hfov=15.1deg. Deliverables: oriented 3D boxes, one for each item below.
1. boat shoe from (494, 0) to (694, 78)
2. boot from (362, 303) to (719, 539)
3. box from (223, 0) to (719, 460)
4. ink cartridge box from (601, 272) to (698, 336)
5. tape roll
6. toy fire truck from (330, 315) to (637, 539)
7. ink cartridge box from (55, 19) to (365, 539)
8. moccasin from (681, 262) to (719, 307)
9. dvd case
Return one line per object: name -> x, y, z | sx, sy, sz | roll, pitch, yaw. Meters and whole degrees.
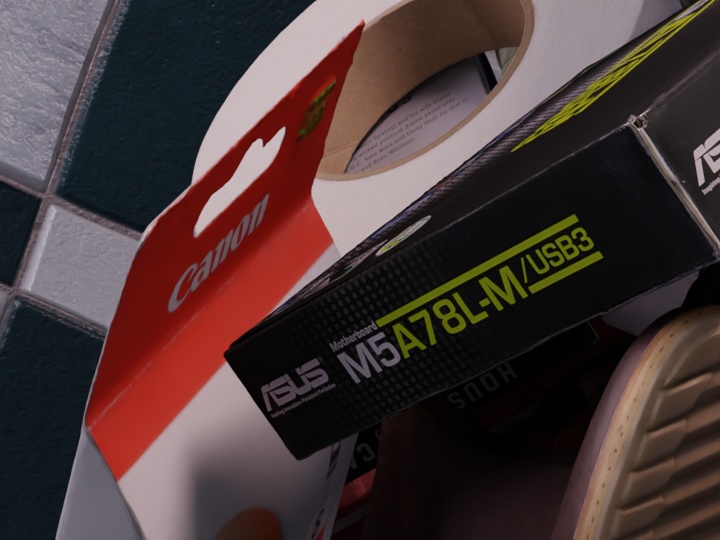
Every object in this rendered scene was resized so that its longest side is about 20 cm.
boat shoe -> 0.124, -0.119, 1.087 | 0.200, 0.072, 0.063 | -28, 66, 52
boot -> 0.046, 0.070, 0.750 | 0.166, 0.072, 0.201 | 45, 137, 50
box -> 0.081, -0.037, 0.759 | 0.200, 0.048, 0.193 | -38, 3, -38
ink cartridge box -> 0.142, -0.045, 0.945 | 0.116, 0.066, 0.201 | -69, 1, -49
tape roll -> 0.027, -0.059, 1.013 | 0.202, 0.037, 0.203 | -26, 33, 18
toy fire truck -> 0.062, 0.057, 1.098 | 0.199, 0.113, 0.168 | -32, -16, 5
ink cartridge box -> -0.035, 0.044, 0.827 | 0.162, 0.050, 0.201 | -49, -18, -55
moccasin -> 0.119, 0.015, 0.737 | 0.200, 0.068, 0.081 | 115, 178, -66
dvd case -> 0.000, 0.000, 1.023 | 0.150, 0.025, 0.200 | -30, 33, 10
